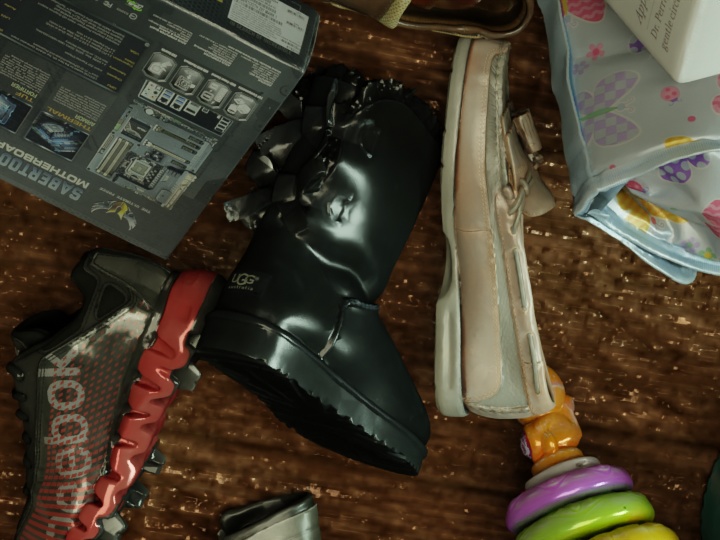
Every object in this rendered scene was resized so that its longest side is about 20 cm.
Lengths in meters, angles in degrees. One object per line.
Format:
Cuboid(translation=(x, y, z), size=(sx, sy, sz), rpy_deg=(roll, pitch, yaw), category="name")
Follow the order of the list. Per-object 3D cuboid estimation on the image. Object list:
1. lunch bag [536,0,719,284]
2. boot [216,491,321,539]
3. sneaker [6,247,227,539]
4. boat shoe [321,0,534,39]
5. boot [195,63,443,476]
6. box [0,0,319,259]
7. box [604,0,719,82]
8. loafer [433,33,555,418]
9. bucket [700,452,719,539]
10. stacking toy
Cuboid(translation=(0.189, -0.086, 1.372), size=(0.200, 0.170, 0.127), rpy_deg=(4, 141, -14), category="lunch bag")
Cuboid(translation=(-0.008, 0.174, 1.464), size=(0.200, 0.068, 0.131), rpy_deg=(-23, 100, -5), category="boot")
Cuboid(translation=(-0.143, 0.074, 1.415), size=(0.098, 0.071, 0.201), rpy_deg=(26, 107, 1), category="sneaker")
Cuboid(translation=(0.007, -0.155, 1.336), size=(0.202, 0.075, 0.075), rpy_deg=(7, 126, -39), category="boat shoe")
Cuboid(translation=(0.000, 0.000, 1.408), size=(0.198, 0.073, 0.163), rpy_deg=(42, 64, -51), category="boot")
Cuboid(translation=(-0.143, -0.106, 1.340), size=(0.200, 0.051, 0.158), rpy_deg=(26, 133, -14), category="box")
Cuboid(translation=(0.208, -0.218, 1.275), size=(0.200, 0.131, 0.199), rpy_deg=(-19, 144, -25), category="box")
Cuboid(translation=(0.074, -0.021, 1.419), size=(0.063, 0.072, 0.200), rpy_deg=(5, 104, 11), category="loafer")
Cuboid(translation=(0.283, 0.150, 1.468), size=(0.207, 0.135, 0.208), rpy_deg=(-2, 104, -9), category="bucket")
Cuboid(translation=(0.118, 0.138, 1.439), size=(0.110, 0.116, 0.200), rpy_deg=(-21, 72, 0), category="stacking toy")
